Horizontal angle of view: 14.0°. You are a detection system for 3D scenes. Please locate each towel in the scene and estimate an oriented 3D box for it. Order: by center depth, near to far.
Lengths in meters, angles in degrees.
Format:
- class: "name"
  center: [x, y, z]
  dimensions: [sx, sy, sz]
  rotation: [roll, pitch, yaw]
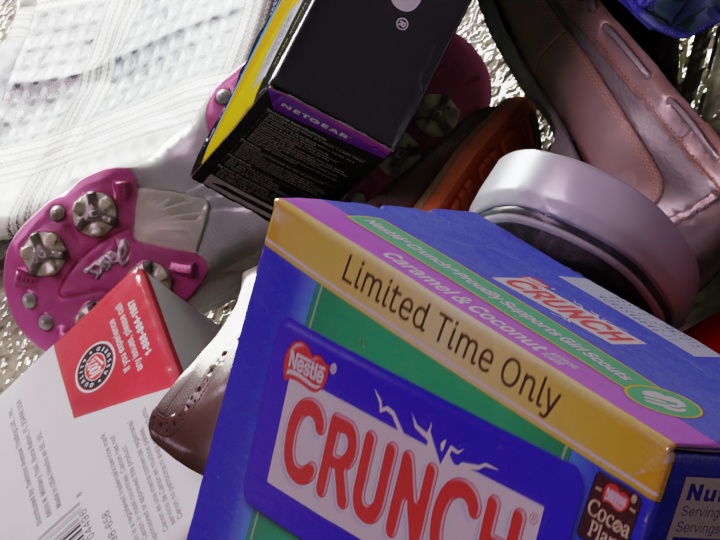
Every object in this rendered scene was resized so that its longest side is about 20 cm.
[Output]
- class: "towel"
  center: [-0.103, -0.096, 1.278]
  dimensions: [0.200, 0.035, 0.193]
  rotation: [-13, 51, 43]

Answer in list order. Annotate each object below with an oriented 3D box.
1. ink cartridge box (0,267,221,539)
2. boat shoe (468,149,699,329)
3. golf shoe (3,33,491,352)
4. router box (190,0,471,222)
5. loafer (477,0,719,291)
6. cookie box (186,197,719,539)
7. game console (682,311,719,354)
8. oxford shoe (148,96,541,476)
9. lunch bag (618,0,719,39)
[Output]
- class: "ink cartridge box"
  center: [-0.108, 0.122, 1.047]
  dimensions: [0.200, 0.084, 0.144]
  rotation: [-42, 37, 13]
- class: "boat shoe"
  center: [0.053, 0.029, 0.898]
  dimensions: [0.071, 0.072, 0.200]
  rotation: [-60, -8, -20]
- class: "golf shoe"
  center: [-0.042, -0.032, 1.120]
  dimensions: [0.200, 0.075, 0.092]
  rotation: [-27, -6, 1]
- class: "router box"
  center: [0.017, -0.121, 1.013]
  dimensions: [0.200, 0.051, 0.149]
  rotation: [-64, 8, -15]
- class: "loafer"
  center: [0.092, -0.065, 1.000]
  dimensions: [0.063, 0.072, 0.200]
  rotation: [-38, 39, 19]
- class: "cookie box"
  center: [0.025, 0.103, 0.756]
  dimensions: [0.171, 0.075, 0.200]
  rotation: [32, 111, 49]
- class: "game console"
  center: [0.125, 0.101, 0.778]
  dimensions: [0.172, 0.119, 0.200]
  rotation: [-27, 23, -32]
- class: "oxford shoe"
  center: [0.000, 0.000, 0.998]
  dimensions: [0.073, 0.071, 0.200]
  rotation: [11, 40, 29]
- class: "lunch bag"
  center: [0.150, -0.173, 0.961]
  dimensions: [0.200, 0.127, 0.170]
  rotation: [-48, 13, 14]
